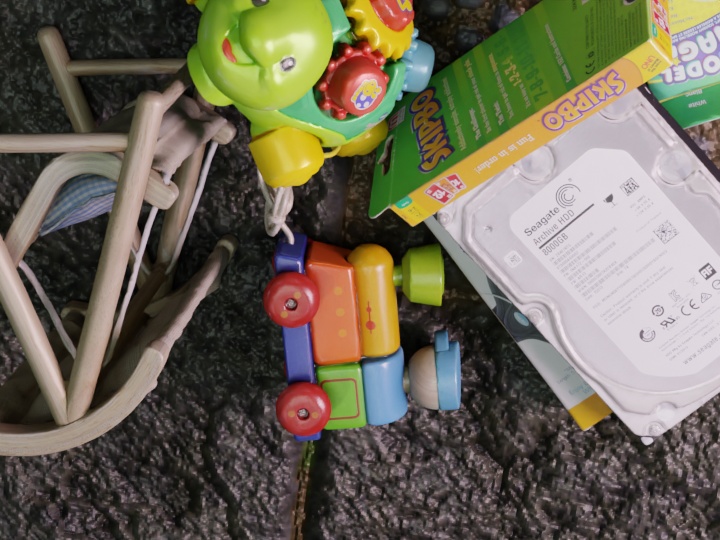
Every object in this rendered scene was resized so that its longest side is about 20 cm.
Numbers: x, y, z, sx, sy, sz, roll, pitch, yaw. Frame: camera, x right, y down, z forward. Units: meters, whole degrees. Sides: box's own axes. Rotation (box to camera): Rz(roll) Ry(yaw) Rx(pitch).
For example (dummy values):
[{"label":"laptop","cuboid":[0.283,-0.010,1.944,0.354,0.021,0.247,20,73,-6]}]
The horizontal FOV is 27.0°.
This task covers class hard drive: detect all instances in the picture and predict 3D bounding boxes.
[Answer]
[{"label":"hard drive","cuboid":[0.153,-0.012,0.866,0.139,0.038,0.200,-40,99,20]}]

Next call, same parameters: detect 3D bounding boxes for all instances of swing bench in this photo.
[{"label":"swing bench","cuboid":[-0.146,-0.024,0.856,0.128,0.199,0.202,0,110,7]}]

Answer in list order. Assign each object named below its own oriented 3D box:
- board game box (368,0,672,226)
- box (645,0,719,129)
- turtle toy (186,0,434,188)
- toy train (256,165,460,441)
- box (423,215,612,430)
[{"label":"board game box","cuboid":[0.084,-0.100,0.833,0.199,0.096,0.030,-29,126,32]},{"label":"box","cuboid":[0.196,-0.182,0.840,0.116,0.048,0.202,-17,108,14]},{"label":"turtle toy","cuboid":[-0.029,-0.128,0.809,0.100,0.200,0.147,-20,96,33]},{"label":"toy train","cuboid":[0.000,0.000,0.911,0.114,0.085,0.202,-4,109,3]},{"label":"box","cuboid":[0.126,-0.015,0.912,0.119,0.042,0.201,-34,99,17]}]
